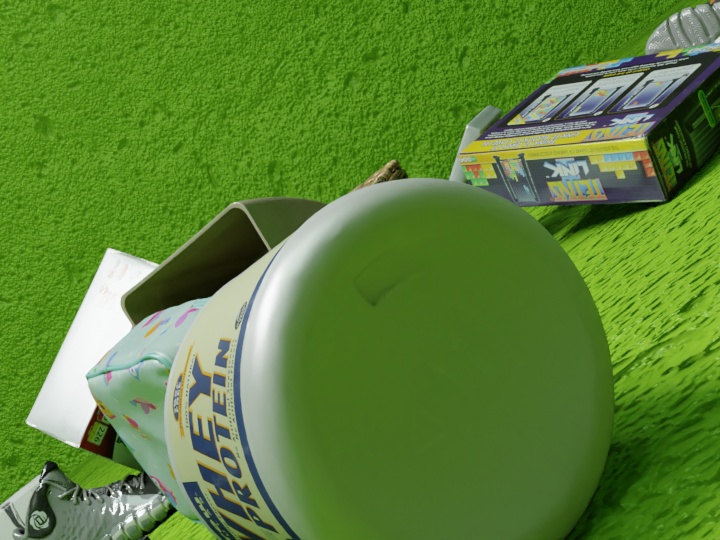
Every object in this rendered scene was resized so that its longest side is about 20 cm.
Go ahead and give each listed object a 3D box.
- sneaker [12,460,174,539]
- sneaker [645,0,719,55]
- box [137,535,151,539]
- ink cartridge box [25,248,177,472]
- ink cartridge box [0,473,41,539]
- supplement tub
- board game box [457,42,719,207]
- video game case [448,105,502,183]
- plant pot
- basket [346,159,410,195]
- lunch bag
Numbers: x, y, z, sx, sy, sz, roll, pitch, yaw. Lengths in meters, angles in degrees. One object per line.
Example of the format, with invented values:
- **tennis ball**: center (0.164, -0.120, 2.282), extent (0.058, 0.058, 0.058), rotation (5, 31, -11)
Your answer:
- **sneaker**: center (-0.264, 0.225, 1.029), extent (0.199, 0.116, 0.075), rotation (-38, 4, -10)
- **sneaker**: center (0.434, -0.290, 1.183), extent (0.198, 0.079, 0.112), rotation (-21, 8, 35)
- **box**: center (-0.229, 0.274, 0.676), extent (0.159, 0.045, 0.200), rotation (-35, 4, 36)
- **ink cartridge box**: center (-0.243, 0.107, 1.119), extent (0.203, 0.083, 0.176), rotation (-68, -28, -12)
- **ink cartridge box**: center (-0.607, 0.448, 1.761), extent (0.199, 0.085, 0.144), rotation (-40, 6, -29)
- **supplement tub**: center (-0.003, 0.056, 0.432), extent (0.144, 0.146, 0.200), rotation (-38, 4, -25)
- **board game box**: center (0.204, -0.118, 0.839), extent (0.165, 0.057, 0.198), rotation (-41, 24, -29)
- **video game case**: center (0.090, -0.052, 0.986), extent (0.143, 0.018, 0.203), rotation (-47, -25, -68)
- **plant pot**: center (-0.082, 0.042, 1.029), extent (0.199, 0.201, 0.177), rotation (-34, -1, 33)
- **basket**: center (0.000, 0.000, 1.170), extent (0.199, 0.150, 0.143), rotation (-32, 12, 35)
- **lunch bag**: center (-0.106, 0.106, 0.716), extent (0.077, 0.161, 0.199), rotation (-43, 12, -29)
